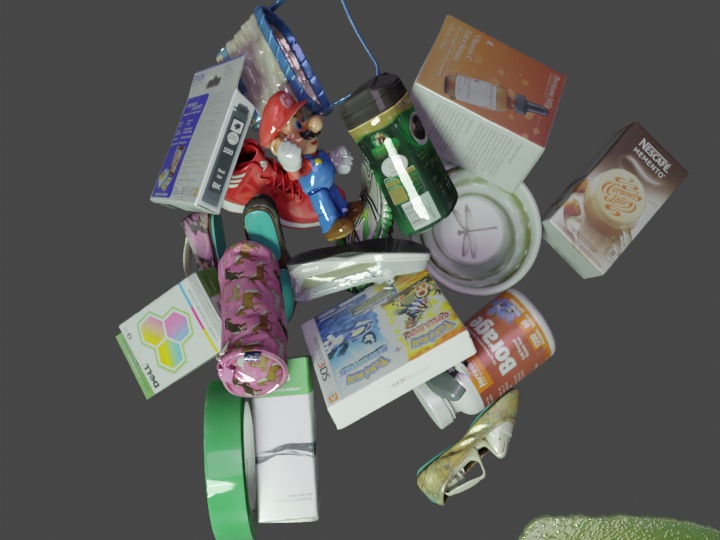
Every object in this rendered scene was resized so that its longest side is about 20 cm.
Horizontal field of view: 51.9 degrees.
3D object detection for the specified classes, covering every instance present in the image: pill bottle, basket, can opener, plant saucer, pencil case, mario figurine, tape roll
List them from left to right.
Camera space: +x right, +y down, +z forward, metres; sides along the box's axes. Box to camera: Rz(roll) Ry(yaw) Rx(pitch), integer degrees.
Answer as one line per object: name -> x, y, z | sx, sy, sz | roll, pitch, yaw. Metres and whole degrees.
tape roll -> -0.165, 0.244, 0.962 | 0.047, 0.200, 0.207 | -4, 85, -4
pencil case -> -0.138, 0.056, 0.933 | 0.081, 0.087, 0.203 | -22, 45, 11
basket -> -0.089, -0.299, 1.041 | 0.197, 0.139, 0.180 | -27, 87, 19
mario figurine -> -0.055, -0.146, 0.974 | 0.105, 0.123, 0.202 | -35, 110, -7
can opener -> 0.078, 0.101, 1.003 | 0.067, 0.199, 0.053 | -50, 128, -2
plant saucer -> 0.165, -0.060, 1.084 | 0.194, 0.050, 0.207 | 1, 78, -2
pill bottle -> 0.168, 0.127, 1.041 | 0.198, 0.112, 0.113 | -36, 88, -7

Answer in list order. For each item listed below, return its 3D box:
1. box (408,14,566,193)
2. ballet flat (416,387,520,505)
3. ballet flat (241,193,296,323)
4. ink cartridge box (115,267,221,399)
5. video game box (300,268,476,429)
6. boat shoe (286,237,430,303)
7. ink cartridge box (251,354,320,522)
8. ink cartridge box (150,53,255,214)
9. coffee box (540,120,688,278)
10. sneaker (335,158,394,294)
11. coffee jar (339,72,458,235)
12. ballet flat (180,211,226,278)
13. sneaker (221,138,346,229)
box -> 0.171, -0.237, 1.053 | 0.196, 0.107, 0.155 | 26, 58, -1
ballet flat -> 0.168, 0.254, 1.049 | 0.199, 0.071, 0.071 | -41, 88, -3
ballet flat -> -0.123, -0.016, 1.044 | 0.066, 0.069, 0.205 | -3, 122, 1
ink cartridge box -> -0.257, 0.093, 1.004 | 0.197, 0.059, 0.106 | -32, 88, 18
video game box -> 0.028, 0.089, 0.966 | 0.196, 0.183, 0.047 | -29, 126, 0
boat shoe -> -0.001, 0.001, 1.006 | 0.196, 0.075, 0.067 | -9, 108, 3
ink cartridge box -> -0.099, 0.220, 0.997 | 0.080, 0.147, 0.207 | -4, 84, -3
ink cartridge box -> -0.210, -0.181, 1.007 | 0.043, 0.196, 0.205 | 20, 85, -32
coffee box -> 0.367, -0.103, 1.093 | 0.114, 0.080, 0.201 | 42, 83, 0
sneaker -> 0.007, -0.064, 1.065 | 0.082, 0.078, 0.207 | 3, 85, -3
coffee jar -> 0.051, -0.157, 0.986 | 0.084, 0.105, 0.203 | -21, 107, 27
ballet flat -> -0.212, 0.016, 1.052 | 0.069, 0.069, 0.206 | -15, 88, 12
sneaker -> -0.114, -0.120, 1.036 | 0.193, 0.116, 0.081 | 2, 68, -4
